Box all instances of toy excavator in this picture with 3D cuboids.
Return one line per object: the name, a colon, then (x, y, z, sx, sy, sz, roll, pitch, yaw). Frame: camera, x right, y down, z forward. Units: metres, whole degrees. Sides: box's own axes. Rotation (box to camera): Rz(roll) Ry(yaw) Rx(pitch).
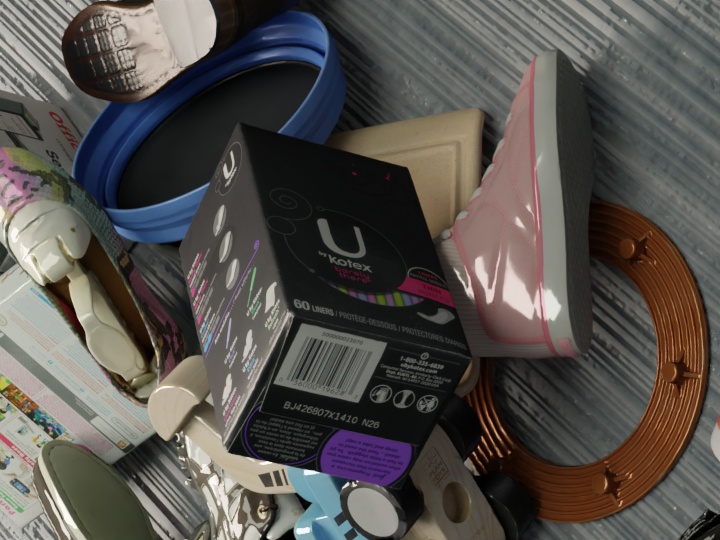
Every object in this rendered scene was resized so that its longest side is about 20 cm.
toy excavator: (-0.022, 0.132, 1.680, 0.199, 0.100, 0.195, -17, 112, 43)

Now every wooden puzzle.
wooden puzzle: (0.000, 0.000, 1.748, 0.184, 0.037, 0.202, -9, 66, 30)

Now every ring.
ring: (0.128, 0.055, 1.667, 0.199, 0.019, 0.202, -6, 81, 41)

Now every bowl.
bowl: (-0.099, -0.095, 1.800, 0.199, 0.039, 0.201, -24, 33, 16)

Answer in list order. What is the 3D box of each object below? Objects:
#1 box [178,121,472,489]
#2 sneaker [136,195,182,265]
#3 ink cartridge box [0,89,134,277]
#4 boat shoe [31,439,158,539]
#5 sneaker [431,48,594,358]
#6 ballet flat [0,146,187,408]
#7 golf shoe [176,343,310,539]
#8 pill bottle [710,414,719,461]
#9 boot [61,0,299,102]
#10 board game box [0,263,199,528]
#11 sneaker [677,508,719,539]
box: (-0.024, 0.018, 1.604, 0.107, 0.121, 0.201, -63, 26, 29)
sneaker: (-0.133, -0.051, 1.864, 0.200, 0.086, 0.075, 33, 107, 40)
ink cartridge box: (-0.273, -0.063, 1.913, 0.084, 0.199, 0.146, -50, 56, 21)
boat shoe: (-0.166, 0.208, 1.845, 0.202, 0.072, 0.061, 51, 124, 13)
sneaker: (0.087, -0.038, 1.648, 0.104, 0.075, 0.202, -9, 66, 23)
ballet flat: (-0.180, 0.007, 1.749, 0.069, 0.201, 0.071, -31, 20, 13)
golf shoe: (-0.070, 0.141, 1.798, 0.094, 0.078, 0.202, -2, 92, 35)
pill bottle: (0.280, 0.032, 1.475, 0.111, 0.111, 0.201, 34, 106, 38)
boot: (-0.121, -0.166, 1.839, 0.199, 0.097, 0.075, -9, 101, 52)
board game box: (-0.220, 0.075, 1.881, 0.200, 0.147, 0.064, -35, 22, 32)
sneaker: (0.195, 0.205, 1.526, 0.200, 0.111, 0.077, -51, 56, 24)
